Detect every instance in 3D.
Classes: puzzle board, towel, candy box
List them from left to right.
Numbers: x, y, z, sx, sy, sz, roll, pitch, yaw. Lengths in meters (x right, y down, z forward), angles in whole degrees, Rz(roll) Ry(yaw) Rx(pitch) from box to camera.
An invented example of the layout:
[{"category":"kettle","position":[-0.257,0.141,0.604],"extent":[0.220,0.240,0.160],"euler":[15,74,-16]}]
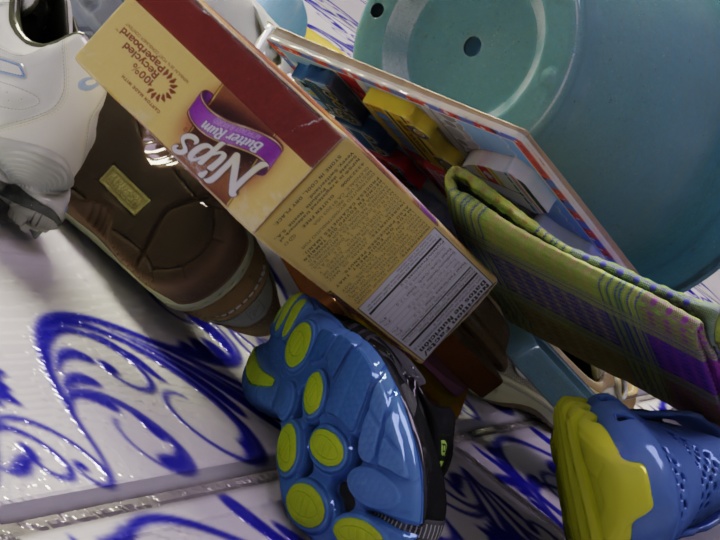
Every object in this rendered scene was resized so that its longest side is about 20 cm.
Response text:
[{"category":"candy box","position":[-0.025,-0.040,0.988],"extent":[0.117,0.056,0.200],"euler":[44,1,26]},{"category":"puzzle board","position":[0.054,-0.037,1.112],"extent":[0.151,0.017,0.200],"euler":[26,-11,36]},{"category":"towel","position":[0.111,0.019,1.081],"extent":[0.143,0.023,0.200],"euler":[29,-9,21]}]

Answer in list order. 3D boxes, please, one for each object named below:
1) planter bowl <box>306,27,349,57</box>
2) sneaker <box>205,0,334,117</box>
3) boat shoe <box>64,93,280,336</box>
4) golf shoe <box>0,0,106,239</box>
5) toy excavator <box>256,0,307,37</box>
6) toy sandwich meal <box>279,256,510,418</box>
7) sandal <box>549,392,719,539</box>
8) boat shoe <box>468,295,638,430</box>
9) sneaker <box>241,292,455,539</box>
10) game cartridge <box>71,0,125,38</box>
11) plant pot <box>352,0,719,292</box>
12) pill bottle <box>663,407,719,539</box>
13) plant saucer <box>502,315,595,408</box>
[{"category":"planter bowl","position":[-0.051,-0.121,1.596],"extent":[0.200,0.084,0.200],"euler":[34,10,-7]},{"category":"sneaker","position":[-0.026,-0.091,1.292],"extent":[0.085,0.073,0.200],"euler":[-7,-45,39]},{"category":"boat shoe","position":[-0.097,-0.031,1.093],"extent":[0.076,0.072,0.200],"euler":[47,5,-44]},{"category":"golf shoe","position":[-0.160,-0.096,1.065],"extent":[0.078,0.097,0.200],"euler":[25,12,-38]},{"category":"toy excavator","position":[-0.065,-0.112,1.381],"extent":[0.200,0.100,0.195],"euler":[27,-35,9]},{"category":"toy sandwich meal","position":[0.000,0.000,1.192],"extent":[0.205,0.070,0.205],"euler":[47,-1,2]},{"category":"sandal","position":[0.131,0.091,1.063],"extent":[0.087,0.080,0.200],"euler":[-7,-2,4]},{"category":"boat shoe","position":[0.112,0.047,1.376],"extent":[0.201,0.063,0.073],"euler":[23,27,-48]},{"category":"sneaker","position":[0.007,0.063,0.947],"extent":[0.083,0.071,0.200],"euler":[26,9,-16]},{"category":"game cartridge","position":[-0.113,-0.103,1.228],"extent":[0.133,0.040,0.200],"euler":[58,-9,-13]},{"category":"plant pot","position":[0.100,-0.094,1.247],"extent":[0.200,0.200,0.188],"euler":[42,12,33]},{"category":"pill bottle","position":[0.233,0.145,1.210],"extent":[0.200,0.111,0.111],"euler":[32,10,-22]},{"category":"plant saucer","position":[0.143,0.100,1.263],"extent":[0.200,0.019,0.070],"euler":[46,7,-15]}]
